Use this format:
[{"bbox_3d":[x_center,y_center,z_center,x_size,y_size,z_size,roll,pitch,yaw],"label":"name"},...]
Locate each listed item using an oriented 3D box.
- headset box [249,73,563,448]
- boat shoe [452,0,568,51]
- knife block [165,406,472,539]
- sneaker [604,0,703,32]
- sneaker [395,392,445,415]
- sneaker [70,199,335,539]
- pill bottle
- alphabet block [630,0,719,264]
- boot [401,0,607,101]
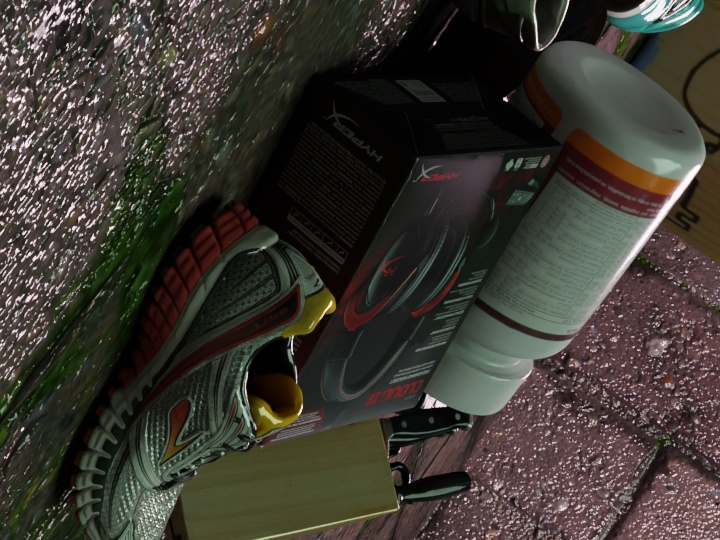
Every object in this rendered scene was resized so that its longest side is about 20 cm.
[{"bbox_3d":[0.000,0.000,1.048,0.148,0.075,0.201,-8,132,-55],"label":"headset box"},{"bbox_3d":[0.092,-0.182,1.067,0.072,0.062,0.200,-55,170,-13],"label":"boat shoe"},{"bbox_3d":[-0.019,0.119,1.175,0.174,0.065,0.200,-15,171,5],"label":"knife block"},{"bbox_3d":[0.252,-0.261,1.547,0.200,0.083,0.121,-49,165,-4],"label":"sneaker"},{"bbox_3d":[-0.007,0.041,1.244,0.200,0.090,0.076,60,42,-54],"label":"sneaker"},{"bbox_3d":[-0.077,0.068,0.959,0.078,0.082,0.201,-42,162,-57],"label":"sneaker"},{"bbox_3d":[0.098,-0.021,1.133,0.201,0.109,0.110,-56,172,26],"label":"pill bottle"},{"bbox_3d":[0.383,-0.160,2.184,0.196,0.199,0.197,-54,170,-20],"label":"alphabet block"},{"bbox_3d":[0.067,-0.107,1.197,0.200,0.075,0.097,-37,169,-37],"label":"boot"}]
